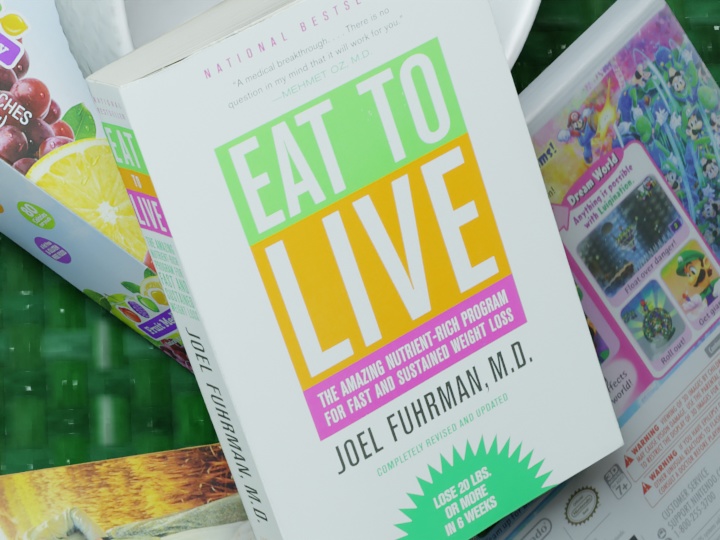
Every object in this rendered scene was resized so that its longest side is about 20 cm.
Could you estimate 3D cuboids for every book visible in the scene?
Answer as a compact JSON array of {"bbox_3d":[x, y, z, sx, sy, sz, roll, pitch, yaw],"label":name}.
[{"bbox_3d":[0.000,0.000,0.983,0.134,0.048,0.200,-30,114,-24],"label":"book"}]

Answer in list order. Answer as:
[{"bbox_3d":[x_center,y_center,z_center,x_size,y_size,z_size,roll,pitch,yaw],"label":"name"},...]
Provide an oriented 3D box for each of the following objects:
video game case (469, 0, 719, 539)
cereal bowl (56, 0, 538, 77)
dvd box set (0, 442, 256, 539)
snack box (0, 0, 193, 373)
[{"bbox_3d":[0.085,0.029,1.077,0.200,0.024,0.182,-44,113,-21],"label":"video game case"},{"bbox_3d":[-0.029,-0.125,1.024,0.083,0.200,0.200,19,57,47],"label":"cereal bowl"},{"bbox_3d":[-0.109,0.139,1.017,0.200,0.029,0.146,-6,65,-32],"label":"dvd box set"},{"bbox_3d":[-0.078,-0.082,1.103,0.200,0.068,0.169,38,65,-14],"label":"snack box"}]
